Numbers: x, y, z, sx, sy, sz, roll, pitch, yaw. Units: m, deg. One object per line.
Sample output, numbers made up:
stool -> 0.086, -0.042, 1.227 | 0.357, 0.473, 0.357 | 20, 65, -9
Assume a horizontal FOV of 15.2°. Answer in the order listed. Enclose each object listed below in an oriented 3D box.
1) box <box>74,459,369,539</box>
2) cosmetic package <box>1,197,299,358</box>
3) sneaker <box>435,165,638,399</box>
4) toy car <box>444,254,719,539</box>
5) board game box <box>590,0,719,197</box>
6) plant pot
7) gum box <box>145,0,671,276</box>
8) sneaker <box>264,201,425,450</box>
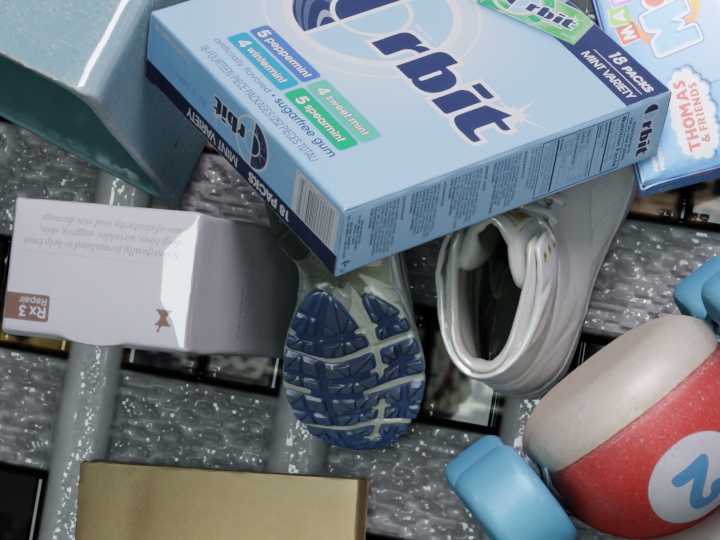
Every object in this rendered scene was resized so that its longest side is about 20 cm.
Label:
box -> -0.080, 0.207, 1.461 | 0.163, 0.021, 0.201 | 2, 87, 15
cosmetic package -> -0.097, 0.005, 1.386 | 0.101, 0.200, 0.074 | 6, 88, 15
sneaker -> 0.093, -0.035, 1.381 | 0.073, 0.116, 0.201 | 11, 87, 17
toy car -> 0.174, 0.124, 1.331 | 0.184, 0.177, 0.200 | -38, 90, -2
board game box -> 0.220, -0.135, 1.376 | 0.199, 0.037, 0.152 | -14, 83, 3
plant pot -> -0.149, -0.185, 1.426 | 0.195, 0.196, 0.200 | 27, 81, 15
gum box -> 0.023, -0.092, 1.332 | 0.170, 0.199, 0.045 | 46, 143, 35
sneaker -> 0.000, 0.000, 1.412 | 0.077, 0.085, 0.201 | 2, 120, 11
